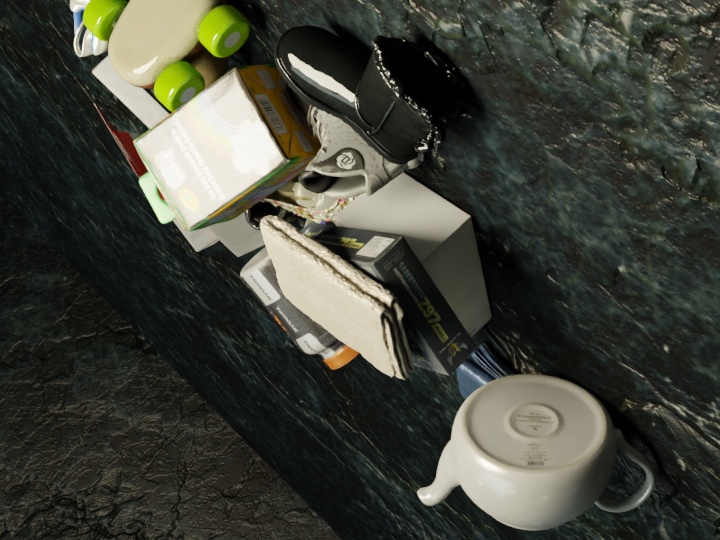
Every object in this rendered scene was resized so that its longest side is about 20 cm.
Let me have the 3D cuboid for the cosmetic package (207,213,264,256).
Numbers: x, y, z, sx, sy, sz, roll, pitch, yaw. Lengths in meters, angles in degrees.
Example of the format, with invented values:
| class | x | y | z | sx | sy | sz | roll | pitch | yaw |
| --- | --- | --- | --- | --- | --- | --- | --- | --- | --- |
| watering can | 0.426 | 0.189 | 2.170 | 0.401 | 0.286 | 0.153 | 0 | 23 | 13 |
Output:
| class | x | y | z | sx | sy | sz | roll | pitch | yaw |
| --- | --- | --- | --- | --- | --- | --- | --- | --- | --- |
| cosmetic package | -0.184 | -0.100 | 1.779 | 0.102 | 0.074 | 0.200 | 66 | -174 | 21 |

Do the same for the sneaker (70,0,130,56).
| class | x | y | z | sx | sy | sz | roll | pitch | yaw |
| --- | --- | --- | --- | --- | --- | --- | --- | --- | --- |
| sneaker | -0.289 | -0.295 | 1.609 | 0.081 | 0.146 | 0.200 | 37 | 159 | 30 |

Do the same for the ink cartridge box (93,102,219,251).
| class | x | y | z | sx | sy | sz | roll | pitch | yaw |
| --- | --- | --- | --- | --- | --- | --- | --- | --- | --- |
| ink cartridge box | -0.277 | -0.136 | 1.802 | 0.163 | 0.057 | 0.200 | 54 | 172 | 37 |

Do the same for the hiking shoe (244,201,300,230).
| class | x | y | z | sx | sy | sz | roll | pitch | yaw |
| --- | --- | --- | --- | --- | --- | --- | --- | --- | --- |
| hiking shoe | -0.117 | -0.094 | 1.709 | 0.076 | 0.101 | 0.200 | 45 | 162 | 8 |

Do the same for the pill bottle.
| class | x | y | z | sx | sy | sz | roll | pitch | yaw |
| --- | --- | --- | --- | --- | --- | --- | --- | --- | --- |
| pill bottle | -0.076 | 0.049 | 1.910 | 0.200 | 0.106 | 0.106 | 51 | 162 | -11 |

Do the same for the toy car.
| class | x | y | z | sx | sy | sz | roll | pitch | yaw |
| --- | --- | --- | --- | --- | --- | --- | --- | --- | --- |
| toy car | -0.192 | -0.270 | 1.534 | 0.164 | 0.158 | 0.200 | 45 | -169 | 20 |

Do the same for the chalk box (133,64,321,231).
| class | x | y | z | sx | sy | sz | roll | pitch | yaw |
| --- | --- | --- | --- | --- | --- | --- | --- | --- | --- |
| chalk box | -0.160 | -0.128 | 1.483 | 0.125 | 0.200 | 0.124 | 60 | -156 | 2 |

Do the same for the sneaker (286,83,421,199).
| class | x | y | z | sx | sy | sz | roll | pitch | yaw |
| --- | --- | --- | --- | --- | --- | --- | --- | --- | --- |
| sneaker | -0.038 | -0.142 | 1.399 | 0.200 | 0.115 | 0.075 | 35 | 158 | 35 |

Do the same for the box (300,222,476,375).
| class | x | y | z | sx | sy | sz | roll | pitch | yaw |
| --- | --- | --- | --- | --- | --- | --- | --- | --- | --- |
| box | 0.018 | 0.027 | 1.411 | 0.158 | 0.051 | 0.200 | 56 | 159 | -23 |

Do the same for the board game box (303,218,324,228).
| class | x | y | z | sx | sy | sz | roll | pitch | yaw |
| --- | --- | --- | --- | --- | --- | --- | --- | --- | --- |
| board game box | 0.003 | 0.000 | 1.749 | 0.200 | 0.029 | 0.135 | 46 | 163 | 7 |

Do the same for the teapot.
| class | x | y | z | sx | sy | sz | roll | pitch | yaw |
| --- | --- | --- | --- | --- | --- | --- | --- | --- | --- |
| teapot | 0.198 | 0.223 | 1.481 | 0.200 | 0.197 | 0.146 | 32 | 139 | 40 |

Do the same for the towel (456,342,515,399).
| class | x | y | z | sx | sy | sz | roll | pitch | yaw |
| --- | --- | --- | --- | --- | --- | --- | --- | --- | --- |
| towel | 0.207 | 0.180 | 1.621 | 0.200 | 0.049 | 0.112 | 38 | 160 | 26 |

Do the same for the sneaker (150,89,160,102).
| class | x | y | z | sx | sy | sz | roll | pitch | yaw |
| --- | --- | --- | --- | --- | --- | --- | --- | --- | --- |
| sneaker | -0.263 | -0.264 | 1.756 | 0.200 | 0.060 | 0.104 | 45 | 161 | -14 |

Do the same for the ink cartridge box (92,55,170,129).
| class | x | y | z | sx | sy | sz | roll | pitch | yaw |
| --- | --- | --- | --- | --- | --- | --- | --- | --- | --- |
| ink cartridge box | -0.284 | -0.208 | 1.884 | 0.200 | 0.041 | 0.200 | 47 | 179 | 5 |

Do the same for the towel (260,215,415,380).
| class | x | y | z | sx | sy | sz | roll | pitch | yaw |
| --- | --- | --- | --- | --- | --- | --- | --- | --- | --- |
| towel | -0.023 | 0.027 | 1.370 | 0.200 | 0.034 | 0.133 | 35 | 156 | 32 |

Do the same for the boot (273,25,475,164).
| class | x | y | z | sx | sy | sz | roll | pitch | yaw |
| --- | --- | --- | --- | --- | --- | --- | --- | --- | --- |
| boot | 0.011 | -0.186 | 1.265 | 0.198 | 0.073 | 0.162 | 41 | 165 | -3 |

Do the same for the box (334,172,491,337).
| class | x | y | z | sx | sy | sz | roll | pitch | yaw |
| --- | --- | --- | --- | --- | --- | --- | --- | --- | --- |
| box | 0.063 | -0.001 | 1.491 | 0.124 | 0.097 | 0.200 | 36 | 159 | 32 |

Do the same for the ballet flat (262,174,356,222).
| class | x | y | z | sx | sy | sz | roll | pitch | yaw |
| --- | --- | --- | --- | --- | --- | --- | --- | --- | --- |
| ballet flat | -0.081 | -0.098 | 1.556 | 0.200 | 0.076 | 0.064 | 10 | -173 | 21 |

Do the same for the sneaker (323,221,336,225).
| class | x | y | z | sx | sy | sz | roll | pitch | yaw |
| --- | --- | --- | --- | --- | --- | --- | --- | --- | --- |
| sneaker | 0.000 | 0.000 | 1.629 | 0.071 | 0.083 | 0.200 | -3 | 115 | 46 |
